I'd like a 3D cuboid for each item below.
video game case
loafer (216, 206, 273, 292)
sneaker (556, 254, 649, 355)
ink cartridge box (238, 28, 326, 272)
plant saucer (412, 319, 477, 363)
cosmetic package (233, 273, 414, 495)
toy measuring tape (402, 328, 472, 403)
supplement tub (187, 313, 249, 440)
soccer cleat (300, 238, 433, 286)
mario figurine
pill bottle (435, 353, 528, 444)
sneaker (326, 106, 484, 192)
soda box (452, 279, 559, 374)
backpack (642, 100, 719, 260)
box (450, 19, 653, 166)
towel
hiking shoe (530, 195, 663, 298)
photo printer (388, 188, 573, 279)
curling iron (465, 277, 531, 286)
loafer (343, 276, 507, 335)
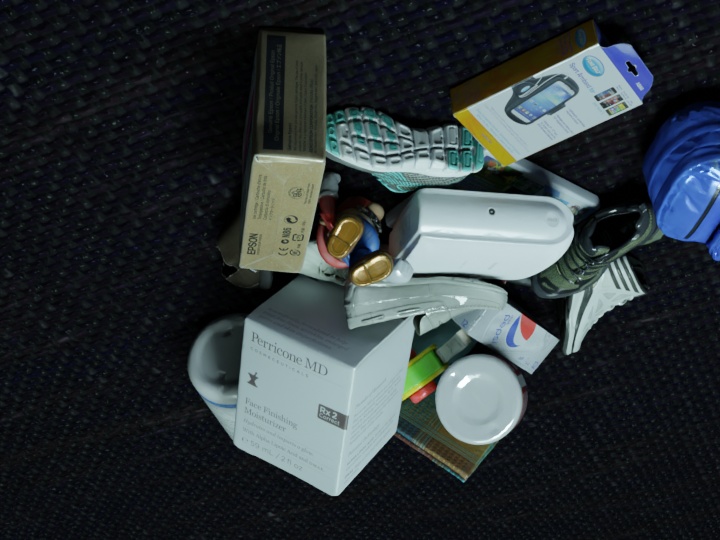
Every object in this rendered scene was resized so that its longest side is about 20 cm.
[{"bbox_3d":[0.161,-0.073,1.602,0.198,0.022,0.182,22,139,-34],"label":"video game case"},{"bbox_3d":[-0.138,-0.032,1.575,0.070,0.074,0.201,-2,147,-8],"label":"loafer"},{"bbox_3d":[0.325,0.048,1.757,0.113,0.077,0.202,-2,145,0],"label":"sneaker"},{"bbox_3d":[-0.082,-0.121,1.362,0.074,0.167,0.201,3,146,-8],"label":"ink cartridge box"},{"bbox_3d":[0.064,0.079,1.807,0.197,0.039,0.202,-4,147,-3],"label":"plant saucer"},{"bbox_3d":[-0.045,0.134,1.653,0.163,0.165,0.203,22,124,22],"label":"cosmetic package"},{"bbox_3d":[0.084,0.132,1.771,0.072,0.075,0.200,8,156,-19],"label":"toy measuring tape"},{"bbox_3d":[-0.151,0.160,1.820,0.130,0.134,0.201,-9,147,8],"label":"supplement tub"},{"bbox_3d":[0.000,0.000,1.624,0.196,0.079,0.069,3,157,2],"label":"soccer cleat"},{"bbox_3d":[0.003,-0.049,1.504,0.104,0.126,0.200,-5,-168,-4],"label":"mario figurine"},{"bbox_3d":[0.165,0.168,1.749,0.112,0.116,0.200,-11,174,9],"label":"pill bottle"},{"bbox_3d":[0.035,-0.121,1.466,0.197,0.079,0.091,10,149,-19],"label":"sneaker"},{"bbox_3d":[0.185,0.070,1.742,0.064,0.068,0.199,-50,142,6],"label":"soda box"},{"bbox_3d":[0.424,-0.100,1.464,0.197,0.170,0.164,7,140,-10],"label":"backpack"},{"bbox_3d":[0.209,-0.191,1.410,0.198,0.042,0.119,-25,142,24],"label":"box"},{"bbox_3d":[0.124,0.212,1.850,0.146,0.200,0.022,32,120,12],"label":"towel"},{"bbox_3d":[0.278,-0.033,1.609,0.199,0.076,0.100,-37,157,26],"label":"hiking shoe"},{"bbox_3d":[0.144,-0.039,1.538,0.197,0.071,0.166,3,164,-12],"label":"photo printer"},{"bbox_3d":[0.181,0.009,1.668,0.198,0.050,0.026,11,140,-34],"label":"curling iron"},{"bbox_3d":[0.077,0.042,1.570,0.196,0.071,0.070,1,178,-3],"label":"loafer"}]
